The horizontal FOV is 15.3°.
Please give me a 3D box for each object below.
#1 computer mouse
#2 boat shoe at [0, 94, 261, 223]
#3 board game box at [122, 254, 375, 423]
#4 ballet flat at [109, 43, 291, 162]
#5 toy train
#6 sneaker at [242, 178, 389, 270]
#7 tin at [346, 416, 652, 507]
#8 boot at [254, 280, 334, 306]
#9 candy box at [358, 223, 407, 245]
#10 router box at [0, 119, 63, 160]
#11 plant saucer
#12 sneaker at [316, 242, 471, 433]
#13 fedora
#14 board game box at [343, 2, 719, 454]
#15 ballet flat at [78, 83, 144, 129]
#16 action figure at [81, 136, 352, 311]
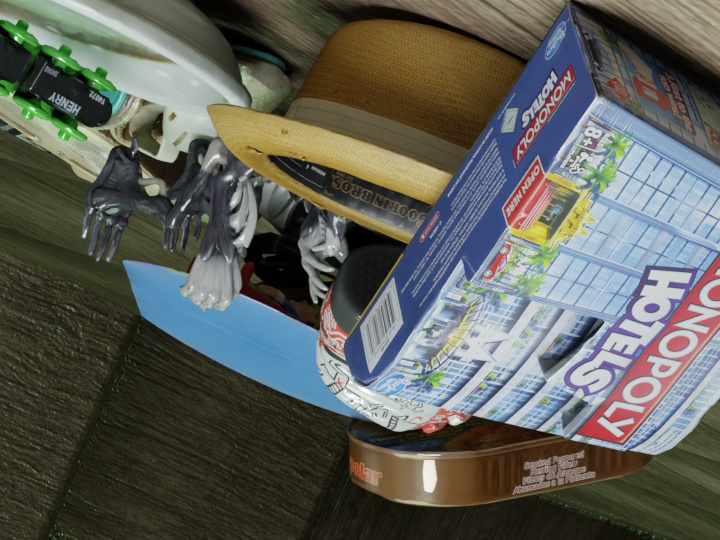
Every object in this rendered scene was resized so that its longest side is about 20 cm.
[{"bbox_3d":[0.000,0.000,1.493,0.200,0.034,0.059,15,151,49],"label":"computer mouse"},{"bbox_3d":[-0.148,-0.084,1.631,0.200,0.072,0.065,30,150,-13],"label":"boat shoe"},{"bbox_3d":[-0.051,0.025,1.509,0.158,0.039,0.200,24,166,7],"label":"board game box"},{"bbox_3d":[-0.091,-0.089,1.486,0.067,0.063,0.200,17,176,-20],"label":"ballet flat"},{"bbox_3d":[-0.195,-0.116,1.297,0.056,0.042,0.200,30,180,40],"label":"toy train"},{"bbox_3d":[-0.021,-0.047,1.622,0.088,0.074,0.200,38,-179,27],"label":"sneaker"},{"bbox_3d":[0.085,0.102,1.591,0.200,0.042,0.112,-8,-161,-29],"label":"tin"},{"bbox_3d":[0.044,0.037,1.615,0.188,0.069,0.200,29,155,-32],"label":"boot"},{"bbox_3d":[0.069,-0.026,1.473,0.115,0.055,0.200,15,170,45],"label":"candy box"},{"bbox_3d":[-0.160,-0.092,1.762,0.149,0.051,0.200,27,173,-14],"label":"router box"},{"bbox_3d":[-0.139,-0.137,1.321,0.200,0.050,0.200,22,174,2],"label":"plant saucer"},{"bbox_3d":[0.075,0.048,1.380,0.201,0.067,0.108,14,151,-5],"label":"sneaker"},{"bbox_3d":[0.033,-0.059,1.200,0.200,0.082,0.201,22,174,3],"label":"fedora"},{"bbox_3d":[0.127,0.006,1.111,0.199,0.200,0.062,14,-141,-24],"label":"board game box"},{"bbox_3d":[-0.168,-0.123,1.504,0.200,0.071,0.071,21,174,43],"label":"ballet flat"},{"bbox_3d":[-0.048,-0.030,1.366,0.119,0.102,0.200,2,177,-41],"label":"action figure"}]
